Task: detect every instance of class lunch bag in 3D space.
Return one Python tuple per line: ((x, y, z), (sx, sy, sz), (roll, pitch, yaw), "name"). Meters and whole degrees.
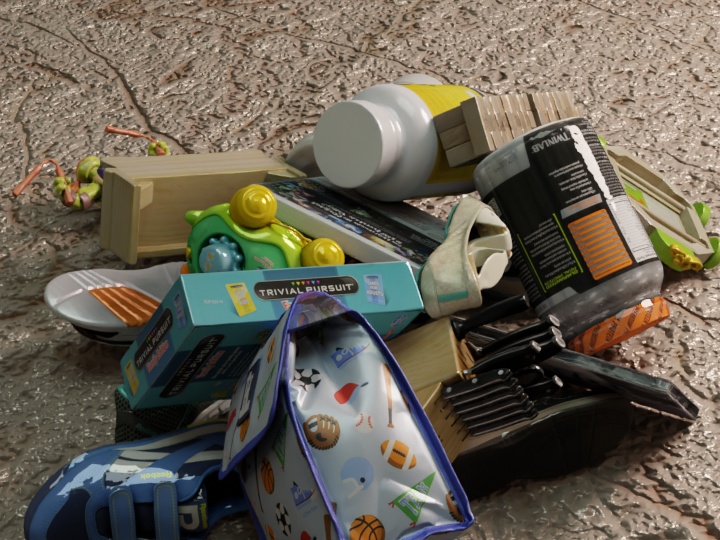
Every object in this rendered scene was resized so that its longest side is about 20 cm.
((-0.027, 0.133, 1.171), (0.124, 0.170, 0.200), (-15, 72, -25), "lunch bag")

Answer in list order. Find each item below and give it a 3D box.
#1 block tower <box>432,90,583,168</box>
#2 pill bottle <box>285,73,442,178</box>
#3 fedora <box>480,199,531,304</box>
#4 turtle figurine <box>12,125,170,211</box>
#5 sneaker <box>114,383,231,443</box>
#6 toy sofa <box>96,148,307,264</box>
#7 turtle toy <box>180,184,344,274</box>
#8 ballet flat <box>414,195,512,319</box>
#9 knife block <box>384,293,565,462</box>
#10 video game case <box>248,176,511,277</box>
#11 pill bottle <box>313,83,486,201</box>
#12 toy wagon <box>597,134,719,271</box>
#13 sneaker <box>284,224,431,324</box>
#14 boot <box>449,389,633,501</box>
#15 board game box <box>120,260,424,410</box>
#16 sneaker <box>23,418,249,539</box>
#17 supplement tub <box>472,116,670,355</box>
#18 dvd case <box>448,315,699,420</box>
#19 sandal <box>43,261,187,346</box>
((0.145, -0.136, 1.533), (0.058, 0.054, 0.200), (-21, -5, 34), "block tower")
((0.018, -0.128, 1.691), (0.113, 0.113, 0.200), (19, 38, 26), "pill bottle")
((0.175, -0.050, 1.587), (0.200, 0.092, 0.201), (0, 33, 0), "fedora")
((-0.249, -0.078, 1.661), (0.161, 0.064, 0.200), (29, 34, 25), "turtle figurine")
((-0.154, 0.091, 1.374), (0.078, 0.091, 0.200), (6, 32, 16), "sneaker")
((-0.160, -0.065, 1.586), (0.200, 0.083, 0.098), (-6, 22, -32), "toy sofa")
((-0.081, 0.017, 1.424), (0.200, 0.146, 0.101), (39, 69, -8), "turtle toy")
((0.099, -0.011, 1.358), (0.062, 0.067, 0.200), (-8, 22, 21), "ballet flat")
((0.059, 0.081, 1.294), (0.200, 0.064, 0.176), (15, 58, 46), "knife block")
((0.020, -0.038, 1.479), (0.200, 0.023, 0.182), (27, 18, 23), "video game case")
((0.046, -0.124, 1.540), (0.112, 0.112, 0.200), (23, 18, 32), "pill bottle")
((0.289, -0.054, 1.579), (0.155, 0.040, 0.200), (30, 27, -21), "toy wagon")
((0.000, 0.000, 1.529), (0.200, 0.074, 0.087), (19, 31, 19), "sneaker")
((0.113, 0.115, 1.357), (0.200, 0.073, 0.151), (-19, 37, -13), "boot")
((-0.072, 0.051, 1.279), (0.200, 0.151, 0.047), (-3, 63, -30), "board game box")
((-0.165, 0.179, 1.259), (0.200, 0.074, 0.082), (-19, 39, -24), "sneaker")
((0.195, -0.028, 1.455), (0.122, 0.123, 0.200), (-19, 80, -27), "supplement tub")
((0.181, 0.084, 1.367), (0.200, 0.016, 0.149), (17, -7, 23), "dvd case")
((-0.208, 0.040, 1.494), (0.207, 0.059, 0.079), (-7, 45, -49), "sandal")
